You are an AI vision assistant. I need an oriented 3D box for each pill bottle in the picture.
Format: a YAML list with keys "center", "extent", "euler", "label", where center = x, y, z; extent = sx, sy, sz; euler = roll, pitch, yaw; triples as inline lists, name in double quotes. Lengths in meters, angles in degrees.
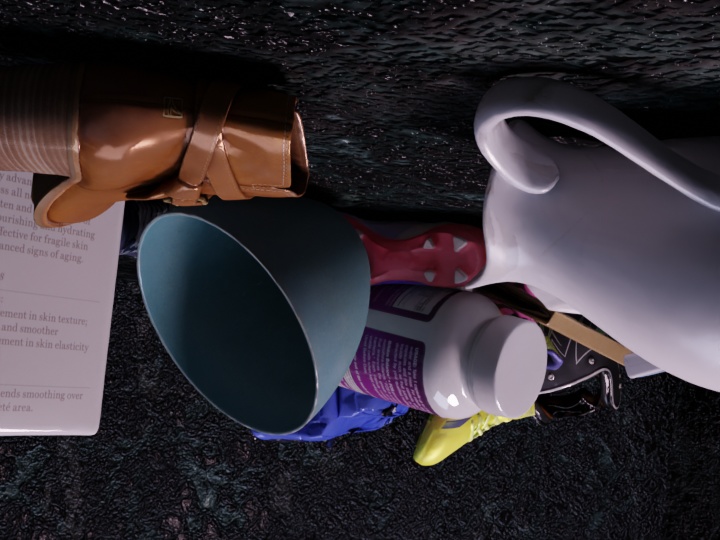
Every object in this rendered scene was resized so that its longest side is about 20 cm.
- center: [0.061, 0.069, 0.909]
  extent: [0.199, 0.114, 0.112]
  euler: [11, 180, 40]
  label: "pill bottle"

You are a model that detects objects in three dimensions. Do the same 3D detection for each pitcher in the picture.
- center: [0.149, -0.021, 0.480]
  extent: [0.198, 0.122, 0.172]
  euler: [17, 163, 17]
  label: "pitcher"

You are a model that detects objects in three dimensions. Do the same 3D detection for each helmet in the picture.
- center: [0.330, 0.147, 1.670]
  extent: [0.199, 0.201, 0.191]
  euler: [2, 138, 42]
  label: "helmet"

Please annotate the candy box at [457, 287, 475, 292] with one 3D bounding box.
- center: [0.000, 0.000, 1.104]
  extent: [0.198, 0.072, 0.167]
  euler: [9, 175, -29]
  label: "candy box"

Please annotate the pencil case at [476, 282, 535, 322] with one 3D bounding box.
- center: [0.143, 0.069, 1.137]
  extent: [0.090, 0.094, 0.200]
  euler: [-20, -163, 33]
  label: "pencil case"

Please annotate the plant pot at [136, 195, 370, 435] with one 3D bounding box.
- center: [-0.068, 0.014, 0.842]
  extent: [0.199, 0.202, 0.134]
  euler: [2, -150, 45]
  label: "plant pot"

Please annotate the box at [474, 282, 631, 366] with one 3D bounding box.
- center: [0.161, 0.034, 0.982]
  extent: [0.163, 0.021, 0.199]
  euler: [29, -178, 38]
  label: "box"

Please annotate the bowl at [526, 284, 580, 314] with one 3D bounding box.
- center: [0.217, -0.001, 0.790]
  extent: [0.197, 0.076, 0.200]
  euler: [7, 177, 3]
  label: "bowl"

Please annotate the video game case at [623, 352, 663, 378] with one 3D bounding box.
- center: [0.340, 0.042, 0.830]
  extent: [0.199, 0.022, 0.181]
  euler: [-22, 171, 38]
  label: "video game case"

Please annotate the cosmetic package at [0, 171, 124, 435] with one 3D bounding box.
- center: [-0.272, -0.002, 0.661]
  extent: [0.165, 0.203, 0.167]
  euler: [2, 174, 37]
  label: "cosmetic package"

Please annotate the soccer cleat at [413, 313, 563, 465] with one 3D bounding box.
- center: [0.127, 0.123, 0.984]
  extent: [0.084, 0.200, 0.065]
  euler: [41, 147, 10]
  label: "soccer cleat"

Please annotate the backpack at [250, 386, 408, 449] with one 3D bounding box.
- center: [-0.023, 0.120, 1.167]
  extent: [0.166, 0.165, 0.200]
  euler: [2, 175, 24]
  label: "backpack"

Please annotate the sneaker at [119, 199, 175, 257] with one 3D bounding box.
- center: [-0.193, -0.038, 0.903]
  extent: [0.107, 0.071, 0.200]
  euler: [13, -179, -13]
  label: "sneaker"

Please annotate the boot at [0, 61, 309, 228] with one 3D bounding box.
- center: [-0.104, -0.065, 0.551]
  extent: [0.153, 0.078, 0.200]
  euler: [3, 168, -2]
  label: "boot"

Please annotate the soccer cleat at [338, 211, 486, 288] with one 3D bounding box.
- center: [0.030, -0.019, 0.914]
  extent: [0.198, 0.068, 0.076]
  euler: [5, -171, 30]
  label: "soccer cleat"
